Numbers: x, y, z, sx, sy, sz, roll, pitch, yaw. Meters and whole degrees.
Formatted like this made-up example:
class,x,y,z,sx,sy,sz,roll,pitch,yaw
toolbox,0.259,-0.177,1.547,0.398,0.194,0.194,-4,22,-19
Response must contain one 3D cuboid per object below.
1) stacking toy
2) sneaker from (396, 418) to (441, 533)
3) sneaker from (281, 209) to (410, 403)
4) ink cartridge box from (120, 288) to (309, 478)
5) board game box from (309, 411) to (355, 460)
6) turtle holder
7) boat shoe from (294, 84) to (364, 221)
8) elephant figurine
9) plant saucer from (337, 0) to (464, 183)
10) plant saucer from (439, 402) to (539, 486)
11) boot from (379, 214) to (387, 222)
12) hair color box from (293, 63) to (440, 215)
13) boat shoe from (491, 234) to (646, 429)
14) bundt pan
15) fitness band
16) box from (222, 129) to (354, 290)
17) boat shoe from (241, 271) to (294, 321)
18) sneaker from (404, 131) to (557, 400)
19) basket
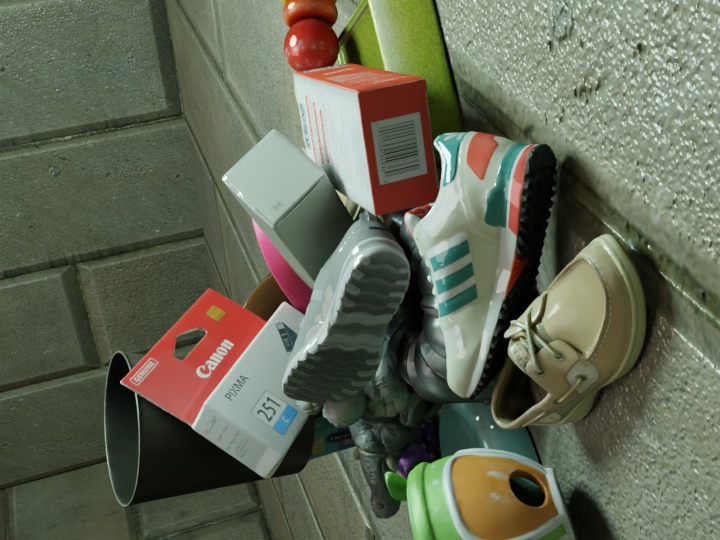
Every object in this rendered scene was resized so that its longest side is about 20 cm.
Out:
class,x,y,z,sx,sy,sz,roll,pitch,yaw
stacking toy,-0.053,-0.286,0.903,0.085,0.085,0.202,127,143,-72
sneaker,0.077,0.210,1.000,0.201,0.080,0.083,64,149,13
sneaker,-0.012,0.038,0.801,0.201,0.074,0.082,-59,26,34
ink cartridge box,-0.122,0.097,0.961,0.045,0.176,0.200,-58,-1,34
board game box,-0.028,0.126,1.129,0.200,0.150,0.047,-120,22,-47
turtle holder,0.107,0.227,0.722,0.141,0.131,0.187,-80,-30,-73
boat shoe,-0.033,-0.137,0.998,0.072,0.064,0.201,126,141,-51
elephant figurine,0.020,0.133,0.941,0.200,0.155,0.142,51,-174,-47
plant saucer,0.027,-0.172,0.865,0.200,0.048,0.202,161,96,-76
plant saucer,0.117,0.193,0.867,0.200,0.036,0.202,166,90,-76
boot,0.000,0.000,1.007,0.075,0.106,0.201,100,152,-53
hair color box,0.000,-0.120,0.795,0.200,0.061,0.102,-139,38,-65
boat shoe,0.133,0.053,0.621,0.201,0.064,0.072,99,154,-56
bundt pan,0.067,0.021,0.791,0.202,0.075,0.204,173,90,-72
fitness band,-0.069,-0.016,1.073,0.200,0.037,0.144,56,-159,-45
box,-0.049,-0.040,0.871,0.082,0.068,0.200,42,172,27
boat shoe,-0.083,0.019,1.178,0.071,0.200,0.070,53,152,-8
sneaker,0.076,-0.006,0.667,0.093,0.070,0.201,22,120,26
basket,-0.161,0.168,0.993,0.181,0.199,0.137,59,137,49
